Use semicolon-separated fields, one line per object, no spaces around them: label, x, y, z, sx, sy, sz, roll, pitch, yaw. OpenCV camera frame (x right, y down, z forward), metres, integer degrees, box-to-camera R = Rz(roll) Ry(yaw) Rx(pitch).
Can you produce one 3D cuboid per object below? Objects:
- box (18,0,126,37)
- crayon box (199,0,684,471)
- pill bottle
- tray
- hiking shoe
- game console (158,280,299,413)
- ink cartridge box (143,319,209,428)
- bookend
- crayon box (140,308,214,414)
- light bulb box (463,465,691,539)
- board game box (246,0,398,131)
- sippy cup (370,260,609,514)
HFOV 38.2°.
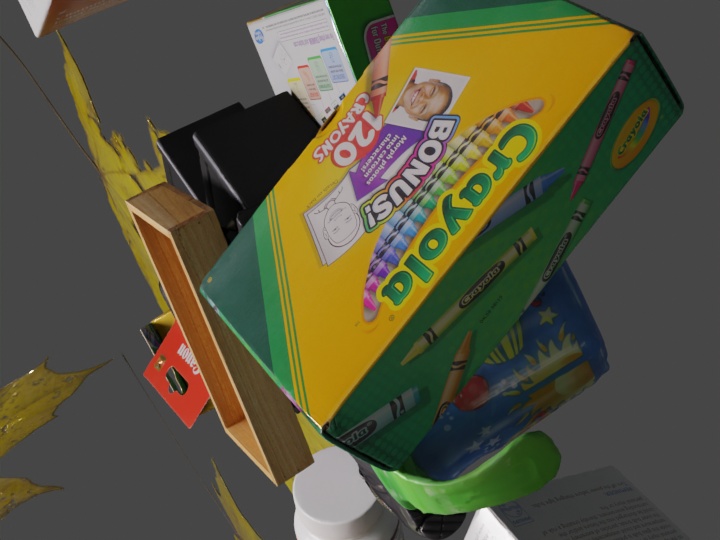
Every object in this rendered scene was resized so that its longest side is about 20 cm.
box;-0.192;-0.271;0.781;0.108;0.151;0.200;66;161;-10
crayon box;0.030;-0.030;0.459;0.058;0.201;0.119;36;-177;-45
pill bottle;-0.010;0.289;1.117;0.114;0.113;0.202;43;154;43
tray;-0.096;0.043;0.724;0.098;0.037;0.203;28;141;58
hiking shoe;0.013;0.159;0.944;0.202;0.075;0.101;58;157;10
game console;-0.151;0.093;1.234;0.116;0.175;0.202;-40;78;42
ink cartridge box;-0.161;0.038;1.066;0.057;0.201;0.162;39;174;-32
bookend;-0.088;-0.057;0.765;0.200;0.091;0.201;53;158;28
crayon box;-0.187;0.094;1.275;0.127;0.051;0.200;63;-167;-5
light bulb box;0.134;0.256;0.576;0.200;0.123;0.201;45;127;41
board game box;0.000;-0.086;0.699;0.153;0.040;0.203;17;132;65
sippy cup;0.056;0.037;0.551;0.180;0.129;0.140;67;-171;20
